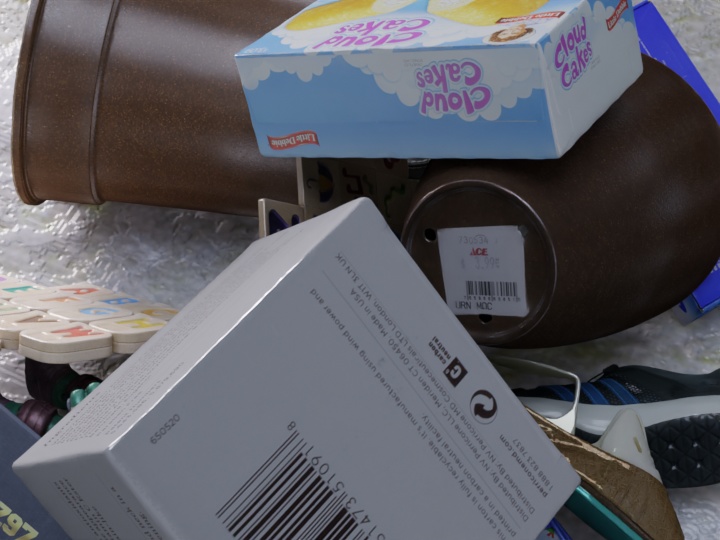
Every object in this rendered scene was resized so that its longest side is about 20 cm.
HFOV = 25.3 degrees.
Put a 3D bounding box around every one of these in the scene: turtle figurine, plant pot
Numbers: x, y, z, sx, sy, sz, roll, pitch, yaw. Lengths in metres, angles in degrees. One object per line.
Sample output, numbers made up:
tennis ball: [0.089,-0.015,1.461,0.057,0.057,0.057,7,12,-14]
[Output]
turtle figurine: [-0.133,0.093,0.946,0.199,0.150,0.101,15,96,25]
plant pot: [-0.109,-0.124,1.074,0.198,0.200,0.201,11,59,1]
plant pot: [0.107,-0.028,0.949,0.187,0.187,0.200,26,25,18]

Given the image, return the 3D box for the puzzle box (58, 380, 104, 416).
puzzle box: [-0.121,0.117,1.013,0.200,0.025,0.133,-33,63,-16]

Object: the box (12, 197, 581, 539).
box: [-0.030,0.105,0.827,0.200,0.131,0.199,-45,105,-30]

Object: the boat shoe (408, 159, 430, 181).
boat shoe: [0.102,-0.123,1.127,0.200,0.066,0.072,-23,60,-11]

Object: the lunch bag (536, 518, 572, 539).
lunch bag: [0.050,0.225,0.911,0.200,0.076,0.160,-27,59,-15]

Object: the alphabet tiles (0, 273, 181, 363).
alphabet tiles: [-0.210,0.026,0.988,0.200,0.015,0.195,12,13,42]

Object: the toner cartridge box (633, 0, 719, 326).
toner cartridge box: [0.204,-0.073,1.069,0.095,0.043,0.200,-28,80,-14]

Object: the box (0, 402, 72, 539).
box: [-0.199,0.178,0.881,0.200,0.051,0.158,44,55,-15]

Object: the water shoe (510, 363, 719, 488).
water shoe: [0.147,0.099,0.998,0.199,0.072,0.079,0,24,12]

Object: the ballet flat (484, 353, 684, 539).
ballet flat: [0.117,0.098,0.930,0.200,0.068,0.072,31,76,13]

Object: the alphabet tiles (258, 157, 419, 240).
alphabet tiles: [0.000,0.000,0.985,0.008,0.167,0.201,-15,73,41]

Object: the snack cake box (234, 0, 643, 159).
snack cake box: [0.044,-0.116,0.906,0.200,0.067,0.115,3,29,34]
